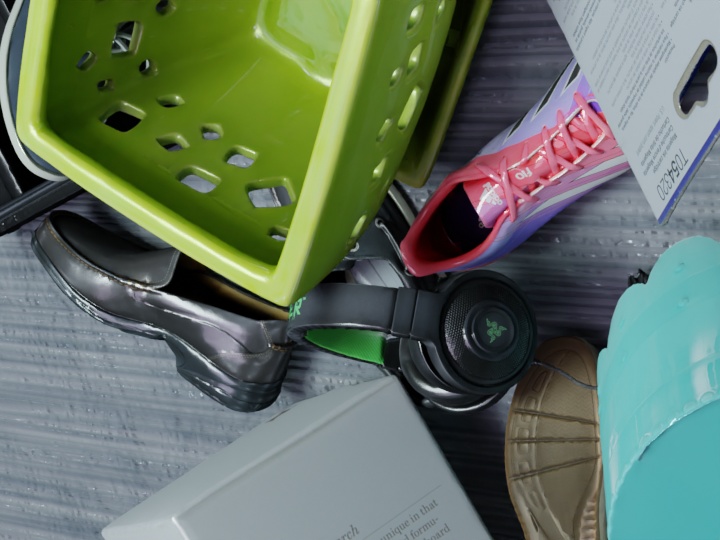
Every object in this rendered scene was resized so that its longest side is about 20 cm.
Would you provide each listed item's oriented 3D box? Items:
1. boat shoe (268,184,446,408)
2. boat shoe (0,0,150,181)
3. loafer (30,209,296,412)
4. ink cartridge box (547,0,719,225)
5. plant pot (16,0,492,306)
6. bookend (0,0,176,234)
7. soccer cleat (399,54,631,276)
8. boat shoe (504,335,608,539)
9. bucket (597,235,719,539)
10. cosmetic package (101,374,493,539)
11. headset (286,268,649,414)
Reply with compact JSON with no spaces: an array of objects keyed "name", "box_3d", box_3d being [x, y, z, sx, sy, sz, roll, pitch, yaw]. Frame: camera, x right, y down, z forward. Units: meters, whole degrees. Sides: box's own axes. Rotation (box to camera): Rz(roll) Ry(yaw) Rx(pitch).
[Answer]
[{"name":"boat shoe","box_3d":[-0.001,0.001,1.004,0.074,0.066,0.199,-34,90,41]},{"name":"boat shoe","box_3d":[-0.162,-0.153,0.996,0.062,0.075,0.200,-9,64,43]},{"name":"loafer","box_3d":[-0.127,0.010,1.103,0.200,0.073,0.072,31,118,8]},{"name":"ink cartridge box","box_3d":[0.135,-0.150,0.752,0.196,0.043,0.200,106,142,-65]},{"name":"plant pot","box_3d":[-0.043,-0.133,0.894,0.199,0.181,0.200,32,127,20]},{"name":"bookend","box_3d":[-0.248,-0.129,1.101,0.199,0.092,0.200,-21,97,40]},{"name":"soccer cleat","box_3d":[0.098,-0.060,0.898,0.067,0.076,0.200,52,131,4]},{"name":"boat shoe","box_3d":[0.134,0.137,0.976,0.072,0.065,0.200,-6,90,43]},{"name":"bucket","box_3d":[0.210,0.090,0.808,0.207,0.135,0.207,4,121,7]},{"name":"cosmetic package","box_3d":[-0.023,0.195,1.018,0.200,0.166,0.167,59,155,-2]},{"name":"headset","box_3d":[0.062,0.027,0.913,0.200,0.124,0.094,11,78,0]}]
